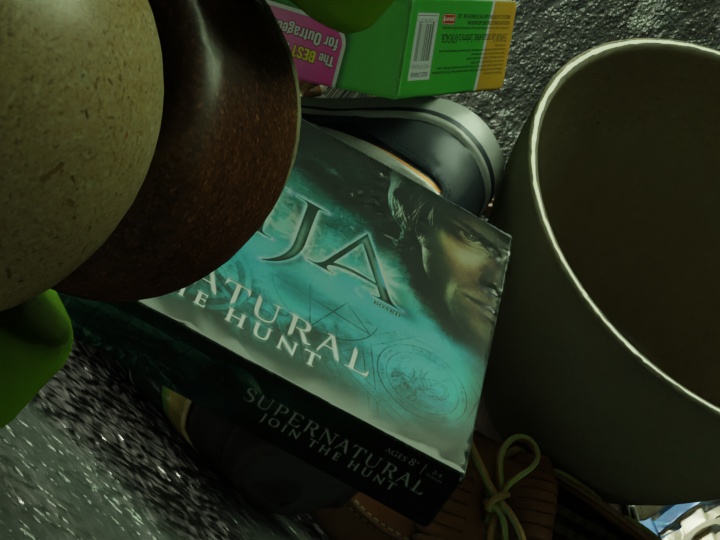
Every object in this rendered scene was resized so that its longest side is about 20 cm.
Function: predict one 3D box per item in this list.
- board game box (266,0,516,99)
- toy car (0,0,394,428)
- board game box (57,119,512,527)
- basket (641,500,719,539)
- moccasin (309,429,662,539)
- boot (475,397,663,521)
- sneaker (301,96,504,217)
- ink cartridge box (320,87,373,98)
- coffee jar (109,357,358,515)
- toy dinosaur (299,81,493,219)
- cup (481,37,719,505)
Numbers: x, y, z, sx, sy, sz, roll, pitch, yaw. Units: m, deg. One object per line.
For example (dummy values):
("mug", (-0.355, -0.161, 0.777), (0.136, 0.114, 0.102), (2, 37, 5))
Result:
("board game box", (-0.050, -0.112, 0.857), (0.199, 0.041, 0.153), (13, 10, 18))
("toy car", (-0.096, -0.050, 0.408), (0.158, 0.164, 0.200), (43, 15, 1))
("board game box", (-0.048, -0.014, 0.651), (0.199, 0.028, 0.136), (29, 35, -8))
("basket", (0.234, 0.217, 1.337), (0.176, 0.139, 0.200), (41, 13, -29))
("moccasin", (0.057, 0.104, 0.825), (0.201, 0.074, 0.078), (36, -32, -28))
("boot", (0.122, 0.047, 1.015), (0.070, 0.200, 0.147), (-8, -65, 50))
("sneaker", (-0.043, -0.029, 0.848), (0.199, 0.079, 0.079), (-3, -55, 37))
("ink cartridge box", (-0.074, -0.104, 1.081), (0.146, 0.200, 0.084), (42, -1, -41))
("coffee jar", (-0.065, -0.001, 0.749), (0.200, 0.085, 0.104), (44, -3, 25))
("toy dinosaur", (0.000, 0.000, 1.015), (0.200, 0.105, 0.182), (-19, 73, -51))
("cup", (0.127, 0.023, 0.879), (0.199, 0.143, 0.201), (16, 49, -19))
